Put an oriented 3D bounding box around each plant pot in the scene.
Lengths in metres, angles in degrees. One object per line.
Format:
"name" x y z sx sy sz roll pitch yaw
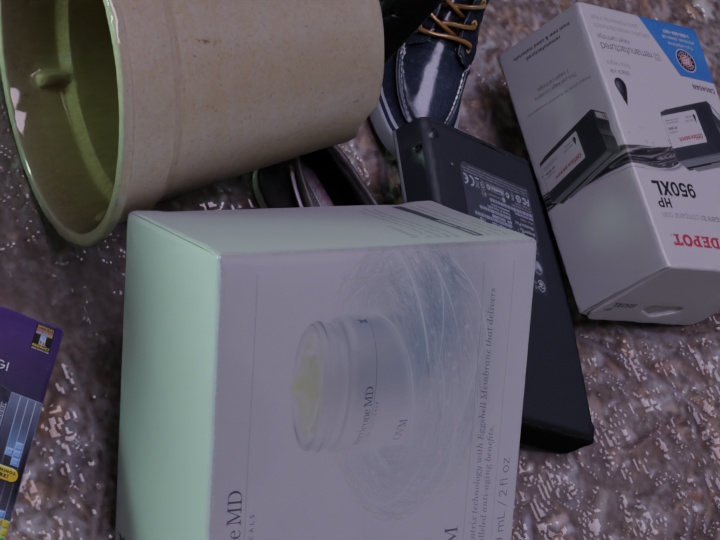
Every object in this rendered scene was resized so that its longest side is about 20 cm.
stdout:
"plant pot" -0.093 -0.128 1.040 0.182 0.200 0.202 -10 71 -28

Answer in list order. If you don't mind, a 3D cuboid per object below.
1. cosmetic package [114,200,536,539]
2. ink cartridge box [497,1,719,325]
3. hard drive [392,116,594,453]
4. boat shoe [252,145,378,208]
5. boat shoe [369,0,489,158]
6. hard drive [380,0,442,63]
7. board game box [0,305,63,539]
"cosmetic package" -0.021 0.072 0.983 0.198 0.123 0.202 -3 104 -29
"ink cartridge box" 0.195 -0.072 1.242 0.144 0.084 0.202 3 64 -45
"hard drive" 0.088 0.011 1.160 0.139 0.033 0.202 19 55 -47
"boat shoe" 0.000 0.000 1.128 0.067 0.057 0.201 -28 82 -37
"boat shoe" 0.055 -0.174 1.227 0.070 0.091 0.202 17 59 -21
"hard drive" 0.009 -0.242 1.205 0.037 0.140 0.202 7 62 -27
"board game box" -0.272 0.076 0.935 0.198 0.057 0.167 22 58 -19
